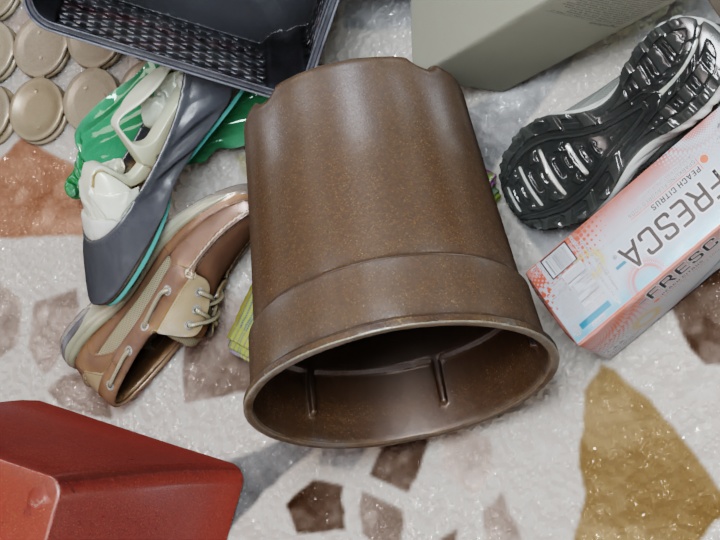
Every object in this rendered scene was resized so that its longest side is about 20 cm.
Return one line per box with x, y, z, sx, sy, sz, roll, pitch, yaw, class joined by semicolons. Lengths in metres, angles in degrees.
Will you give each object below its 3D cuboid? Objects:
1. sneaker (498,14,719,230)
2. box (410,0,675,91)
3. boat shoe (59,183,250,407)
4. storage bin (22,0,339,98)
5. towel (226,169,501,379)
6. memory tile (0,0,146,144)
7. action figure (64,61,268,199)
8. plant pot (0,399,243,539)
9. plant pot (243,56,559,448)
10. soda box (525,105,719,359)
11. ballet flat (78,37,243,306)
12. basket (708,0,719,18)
0.174;-0.092;1.291;0.200;0.079;0.074;-37;78;32;sneaker
0.116;-0.179;1.272;0.200;0.082;0.069;-22;67;56;box
-0.127;0.020;1.411;0.200;0.076;0.072;-45;68;21;boat shoe
-0.112;-0.213;1.309;0.198;0.094;0.136;15;116;-12;storage bin
0.000;0.000;1.378;0.143;0.023;0.201;27;91;28;towel
-0.222;-0.175;1.522;0.198;0.017;0.155;-4;78;24;memory tile
-0.136;-0.113;1.438;0.199;0.055;0.119;-33;88;10;action figure
-0.227;0.198;1.361;0.198;0.176;0.202;14;86;27;plant pot
0.012;-0.015;1.266;0.199;0.200;0.200;-19;64;21;plant pot
0.205;-0.032;1.260;0.200;0.068;0.064;-41;66;14;soda box
-0.154;-0.075;1.372;0.073;0.073;0.201;30;89;27;ballet flat
0.307;-0.226;1.209;0.199;0.180;0.137;-27;91;29;basket
